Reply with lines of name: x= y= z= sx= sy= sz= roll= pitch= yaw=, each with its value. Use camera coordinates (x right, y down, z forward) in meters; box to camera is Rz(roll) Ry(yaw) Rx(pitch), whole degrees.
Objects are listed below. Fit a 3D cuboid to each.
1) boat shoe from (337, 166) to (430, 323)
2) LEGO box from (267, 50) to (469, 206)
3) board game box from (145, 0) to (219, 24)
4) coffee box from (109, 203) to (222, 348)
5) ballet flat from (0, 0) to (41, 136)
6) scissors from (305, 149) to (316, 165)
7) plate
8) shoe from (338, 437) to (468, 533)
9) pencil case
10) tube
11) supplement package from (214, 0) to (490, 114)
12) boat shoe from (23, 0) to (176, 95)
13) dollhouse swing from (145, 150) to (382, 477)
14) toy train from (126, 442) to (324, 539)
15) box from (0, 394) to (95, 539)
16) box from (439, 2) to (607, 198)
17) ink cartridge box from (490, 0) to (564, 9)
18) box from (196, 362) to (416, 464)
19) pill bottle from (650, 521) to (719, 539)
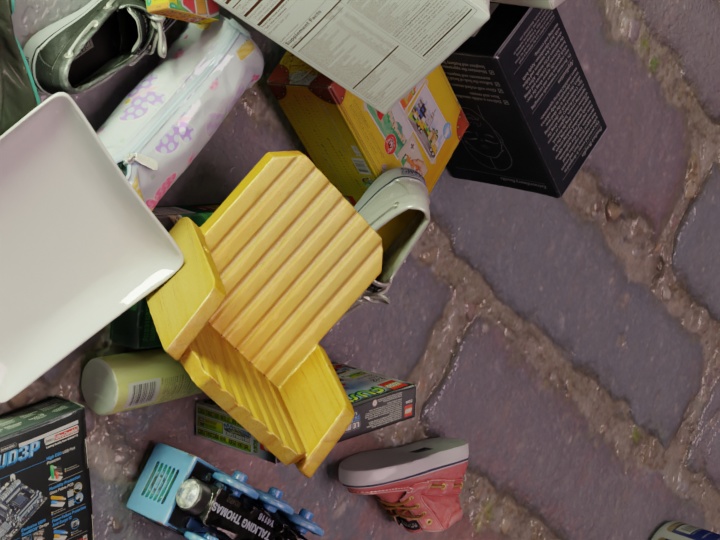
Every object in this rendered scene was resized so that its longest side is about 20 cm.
boat shoe: x=0.004 y=0.001 z=1.650 sx=0.074 sy=0.086 sz=0.202 roll=25 pitch=120 yaw=-30
LEGO box: x=0.012 y=-0.161 z=1.678 sx=0.149 sy=0.077 sz=0.200 roll=-59 pitch=138 yaw=-29
board game box: x=-0.157 y=-0.310 z=1.436 sx=0.095 sy=0.030 sz=0.202 roll=-5 pitch=86 yaw=-69
coffee box: x=-0.138 y=0.001 z=1.585 sx=0.199 sy=0.044 sz=0.124 roll=-3 pitch=102 yaw=-49
ballet flat: x=-0.296 y=-0.188 z=1.337 sx=0.068 sy=0.068 sz=0.201 roll=-27 pitch=119 yaw=-32
scissors: x=-0.040 y=-0.136 z=1.689 sx=0.073 sy=0.014 sz=0.202 roll=-8 pitch=104 yaw=-48
plate: x=-0.269 y=-0.019 z=1.390 sx=0.199 sy=0.032 sz=0.200 roll=-38 pitch=127 yaw=-6
shoe: x=0.049 y=0.237 z=1.844 sx=0.199 sy=0.071 sz=0.092 roll=-6 pitch=99 yaw=-53
pencil case: x=-0.166 y=-0.132 z=1.484 sx=0.200 sy=0.083 sz=0.091 roll=-54 pitch=172 yaw=-26
tube: x=-0.163 y=0.092 z=1.577 sx=0.199 sy=0.058 sz=0.052 roll=-8 pitch=101 yaw=-47
supplement package: x=-0.006 y=-0.283 z=1.477 sx=0.199 sy=0.147 sz=0.192 roll=31 pitch=40 yaw=-24
boat shoe: x=-0.193 y=-0.209 z=1.446 sx=0.199 sy=0.068 sz=0.074 roll=-38 pitch=127 yaw=-37
dollhouse swing: x=-0.058 y=0.030 z=1.501 sx=0.176 sy=0.182 sz=0.200 roll=-39 pitch=125 yaw=6
toy train: x=-0.120 y=0.232 z=1.615 sx=0.200 sy=0.114 sz=0.087 roll=38 pitch=75 yaw=-47
box: x=-0.312 y=0.210 z=1.438 sx=0.199 sy=0.046 sz=0.160 roll=-20 pitch=115 yaw=-45
box: x=0.141 y=-0.188 z=1.777 sx=0.107 sy=0.148 sz=0.200 roll=-53 pitch=135 yaw=-25
ink cartridge box: x=0.143 y=-0.331 z=1.700 sx=0.147 sy=0.199 sz=0.086 roll=-40 pitch=128 yaw=-35
box: x=-0.050 y=0.135 z=1.673 sx=0.199 sy=0.110 sz=0.035 roll=-13 pitch=110 yaw=-47
pill bottle: x=0.483 y=0.413 z=2.295 sx=0.115 sy=0.199 sz=0.117 roll=-16 pitch=112 yaw=-45
